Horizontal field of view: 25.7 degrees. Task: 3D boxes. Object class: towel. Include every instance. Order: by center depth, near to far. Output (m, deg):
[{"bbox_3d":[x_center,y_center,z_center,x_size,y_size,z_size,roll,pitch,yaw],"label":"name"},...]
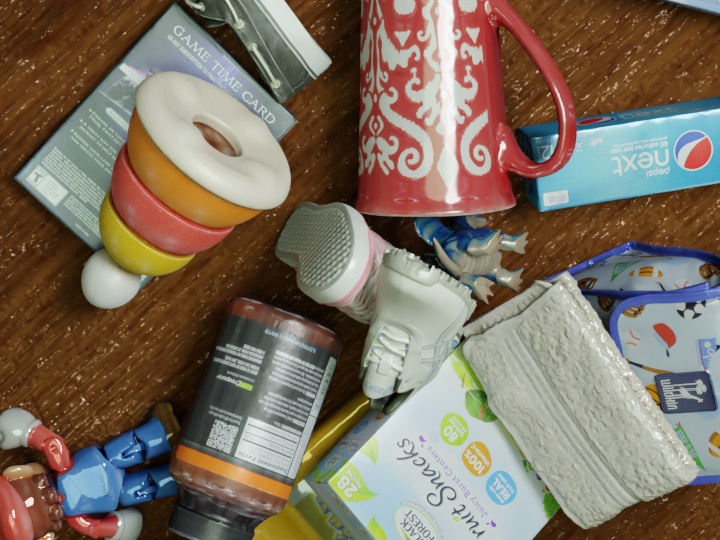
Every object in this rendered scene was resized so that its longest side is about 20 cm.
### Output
[{"bbox_3d":[0.170,0.107,1.269,0.201,0.034,0.132,55,136,0],"label":"towel"}]

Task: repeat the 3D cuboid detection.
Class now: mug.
[{"bbox_3d":[0.078,-0.152,1.282,0.175,0.133,0.202,-3,98,-4],"label":"mug"}]

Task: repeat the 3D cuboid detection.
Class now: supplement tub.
[{"bbox_3d":[-0.094,0.130,1.310,0.106,0.107,0.202,22,83,-9],"label":"supplement tub"}]

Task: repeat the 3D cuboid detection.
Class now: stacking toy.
[{"bbox_3d":[-0.164,-0.047,1.283,0.146,0.146,0.200,36,116,-11],"label":"stacking toy"}]

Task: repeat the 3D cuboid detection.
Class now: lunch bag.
[{"bbox_3d":[0.255,0.076,1.293,0.123,0.199,0.172,-24,106,-24],"label":"lunch bag"}]

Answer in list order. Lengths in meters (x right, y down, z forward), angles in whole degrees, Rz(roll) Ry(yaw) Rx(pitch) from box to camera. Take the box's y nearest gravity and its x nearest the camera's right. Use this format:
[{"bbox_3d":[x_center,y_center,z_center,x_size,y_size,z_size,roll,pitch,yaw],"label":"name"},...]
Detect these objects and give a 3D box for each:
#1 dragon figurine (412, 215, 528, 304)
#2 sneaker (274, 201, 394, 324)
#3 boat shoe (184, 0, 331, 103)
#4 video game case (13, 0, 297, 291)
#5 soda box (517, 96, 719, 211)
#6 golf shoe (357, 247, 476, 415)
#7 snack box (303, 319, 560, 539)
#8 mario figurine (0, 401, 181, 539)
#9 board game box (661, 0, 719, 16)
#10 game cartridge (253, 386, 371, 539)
[{"bbox_3d":[0.070,-0.014,1.272,0.099,0.199,0.060,11,102,27],"label":"dragon figurine"},{"bbox_3d":[0.000,0.000,1.272,0.104,0.200,0.076,32,91,-17],"label":"sneaker"},{"bbox_3d":[-0.107,-0.224,1.277,0.064,0.071,0.200,-39,104,3],"label":"boat shoe"},{"bbox_3d":[-0.171,-0.102,1.324,0.143,0.019,0.200,43,94,-12],"label":"video game case"},{"bbox_3d":[0.238,-0.101,1.333,0.198,0.068,0.065,-8,103,-3],"label":"soda box"},{"bbox_3d":[0.036,0.055,1.221,0.078,0.200,0.098,25,71,14],"label":"golf shoe"},{"bbox_3d":[0.080,0.170,1.341,0.200,0.068,0.169,-45,102,-18],"label":"snack box"},{"bbox_3d":[-0.247,0.176,1.360,0.198,0.106,0.124,-16,67,-12],"label":"mario figurine"},{"bbox_3d":[0.242,-0.301,1.295,0.198,0.062,0.202,-1,102,-5],"label":"board game box"},{"bbox_3d":[0.004,0.215,1.397,0.200,0.032,0.177,-41,102,2],"label":"game cartridge"}]
